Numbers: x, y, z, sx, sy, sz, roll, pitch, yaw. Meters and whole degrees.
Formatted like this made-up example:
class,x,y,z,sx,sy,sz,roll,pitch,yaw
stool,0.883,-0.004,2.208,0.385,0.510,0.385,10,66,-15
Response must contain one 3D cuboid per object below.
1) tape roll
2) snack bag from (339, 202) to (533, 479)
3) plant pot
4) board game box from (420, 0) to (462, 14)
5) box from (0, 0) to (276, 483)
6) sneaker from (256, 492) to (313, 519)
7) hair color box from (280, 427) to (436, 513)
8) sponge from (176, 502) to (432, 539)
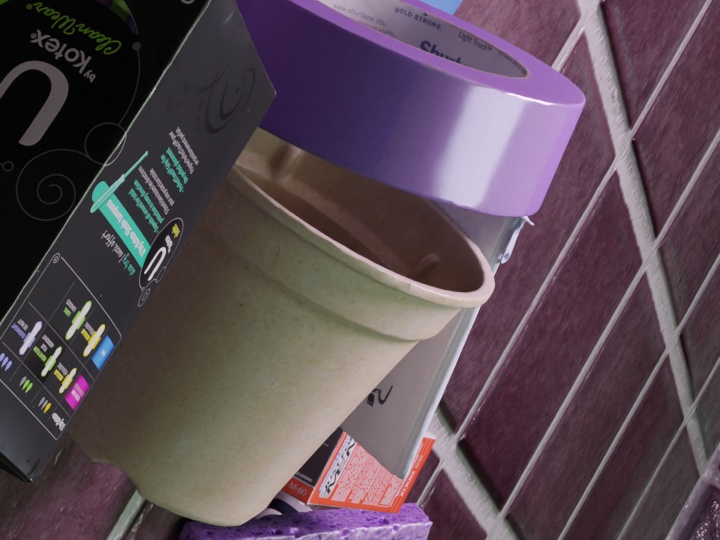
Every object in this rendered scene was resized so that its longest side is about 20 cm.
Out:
class,x,y,z,sx,sy,sz,roll,pitch,yaw
tape roll,0.013,-0.099,1.340,0.066,0.200,0.200,-67,162,13
snack bag,0.000,0.000,1.481,0.021,0.200,0.189,9,112,-42
plant pot,-0.062,0.026,1.372,0.184,0.200,0.200,-56,165,17
board game box,0.055,-0.239,1.528,0.200,0.039,0.158,-57,157,-33
box,-0.153,-0.044,1.044,0.200,0.148,0.124,-58,163,-12
sneaker,-0.060,0.235,1.852,0.081,0.076,0.200,-45,149,-25
hair color box,-0.036,0.102,1.643,0.064,0.111,0.200,-63,162,0
sponge,-0.048,0.215,1.760,0.200,0.030,0.112,0,120,-38
